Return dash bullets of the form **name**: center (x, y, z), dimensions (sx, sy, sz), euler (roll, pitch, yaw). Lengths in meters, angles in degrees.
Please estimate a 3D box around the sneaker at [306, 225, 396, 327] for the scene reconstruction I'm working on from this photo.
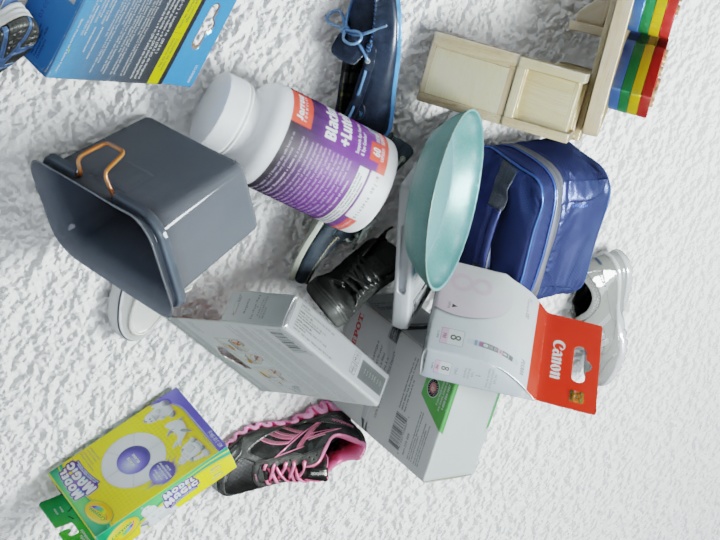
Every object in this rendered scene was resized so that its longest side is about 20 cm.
- **sneaker**: center (0.002, 0.002, 1.780), dimensions (0.104, 0.200, 0.060), euler (-39, 92, 6)

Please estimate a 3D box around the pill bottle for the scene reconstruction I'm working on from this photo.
- **pill bottle**: center (-0.071, -0.126, 1.645), dimensions (0.200, 0.111, 0.112), euler (25, 101, -26)

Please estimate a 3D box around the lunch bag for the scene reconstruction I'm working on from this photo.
- **lunch bag**: center (0.193, -0.054, 1.901), dimensions (0.132, 0.136, 0.200), euler (-8, 123, -34)

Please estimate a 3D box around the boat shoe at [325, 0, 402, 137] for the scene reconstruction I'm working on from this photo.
- **boat shoe**: center (0.003, -0.229, 1.672), dimensions (0.069, 0.084, 0.200), euler (-5, 111, -16)

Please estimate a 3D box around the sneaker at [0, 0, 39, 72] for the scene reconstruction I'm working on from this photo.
- **sneaker**: center (-0.383, -0.189, 1.418), dimensions (0.200, 0.077, 0.076), euler (-32, 166, 4)

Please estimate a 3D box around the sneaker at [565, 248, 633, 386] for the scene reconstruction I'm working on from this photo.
- **sneaker**: center (0.309, 0.065, 2.128), dimensions (0.082, 0.075, 0.200), euler (-9, 117, -17)

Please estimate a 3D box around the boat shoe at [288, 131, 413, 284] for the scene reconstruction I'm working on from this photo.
- **boat shoe**: center (-0.012, -0.065, 1.774), dimensions (0.062, 0.075, 0.200), euler (31, 90, -9)

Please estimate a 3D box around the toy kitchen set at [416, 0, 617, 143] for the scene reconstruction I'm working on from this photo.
- **toy kitchen set**: center (0.187, -0.252, 1.818), dimensions (0.200, 0.180, 0.163), euler (-32, 139, -76)

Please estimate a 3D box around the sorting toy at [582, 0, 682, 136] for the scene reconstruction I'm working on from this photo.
- **sorting toy**: center (0.322, -0.266, 1.825), dimensions (0.199, 0.070, 0.200), euler (-54, 159, -66)

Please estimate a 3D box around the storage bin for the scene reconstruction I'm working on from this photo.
- **storage bin**: center (-0.206, -0.073, 1.549), dimensions (0.134, 0.200, 0.146), euler (-38, 135, -28)

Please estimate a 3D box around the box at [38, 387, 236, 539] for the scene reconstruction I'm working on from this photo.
- **box**: center (-0.252, 0.227, 1.749), dimensions (0.200, 0.117, 0.048), euler (-36, 140, -14)

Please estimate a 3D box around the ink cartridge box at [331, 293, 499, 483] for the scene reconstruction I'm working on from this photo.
- **ink cartridge box**: center (0.062, 0.133, 1.877), dimensions (0.084, 0.200, 0.146), euler (-3, 119, -40)

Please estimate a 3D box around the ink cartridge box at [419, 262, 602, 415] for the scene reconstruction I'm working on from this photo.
- **ink cartridge box**: center (0.175, 0.073, 1.791), dimensions (0.200, 0.163, 0.057), euler (10, 129, 5)

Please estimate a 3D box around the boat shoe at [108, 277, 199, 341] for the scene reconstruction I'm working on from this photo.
- **boat shoe**: center (-0.198, -0.006, 1.676), dimensions (0.072, 0.066, 0.200), euler (23, 101, -44)

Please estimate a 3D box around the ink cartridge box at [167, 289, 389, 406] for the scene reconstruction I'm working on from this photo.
- **ink cartridge box**: center (-0.090, 0.085, 1.768), dimensions (0.200, 0.173, 0.044), euler (43, 61, -45)

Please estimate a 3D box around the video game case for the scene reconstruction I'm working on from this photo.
- **video game case**: center (0.079, -0.060, 1.809), dimensions (0.200, 0.024, 0.182), euler (-55, 153, -54)

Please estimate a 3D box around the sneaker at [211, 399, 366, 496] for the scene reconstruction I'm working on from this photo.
- **sneaker**: center (-0.081, 0.224, 1.898), dimensions (0.200, 0.095, 0.079), euler (-23, 131, -23)

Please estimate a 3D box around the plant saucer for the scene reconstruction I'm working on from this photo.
- **plant saucer**: center (0.087, -0.079, 1.711), dimensions (0.200, 0.036, 0.200), euler (13, 90, -74)

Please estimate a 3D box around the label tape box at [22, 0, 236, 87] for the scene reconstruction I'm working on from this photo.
- **label tape box**: center (-0.211, -0.250, 1.484), dimensions (0.200, 0.063, 0.144), euler (-5, 132, -56)
